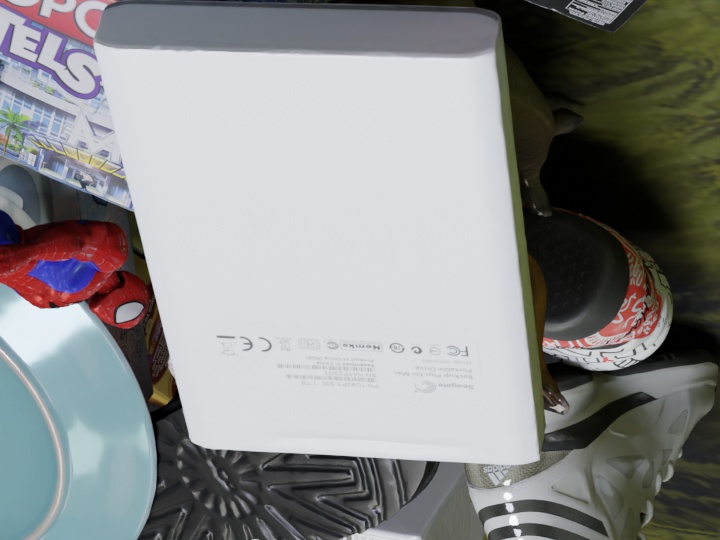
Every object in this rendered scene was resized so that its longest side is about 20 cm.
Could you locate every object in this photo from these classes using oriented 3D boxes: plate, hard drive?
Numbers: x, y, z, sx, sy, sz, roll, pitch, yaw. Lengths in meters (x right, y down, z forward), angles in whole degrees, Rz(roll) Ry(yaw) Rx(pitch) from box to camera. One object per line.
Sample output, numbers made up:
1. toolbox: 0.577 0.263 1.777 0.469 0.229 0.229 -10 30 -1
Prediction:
1. plate: -0.180 0.060 1.269 0.200 0.026 0.200 15 127 20
2. hard drive: -0.009 -0.009 1.025 0.132 0.026 0.200 2 137 11

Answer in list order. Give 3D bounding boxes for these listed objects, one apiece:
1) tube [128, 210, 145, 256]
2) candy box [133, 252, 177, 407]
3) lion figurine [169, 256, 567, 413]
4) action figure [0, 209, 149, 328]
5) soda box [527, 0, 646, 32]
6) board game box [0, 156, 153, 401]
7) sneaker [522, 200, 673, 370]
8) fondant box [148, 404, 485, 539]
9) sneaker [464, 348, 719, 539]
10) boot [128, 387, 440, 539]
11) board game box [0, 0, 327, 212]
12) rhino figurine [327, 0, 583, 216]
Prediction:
1. tube: -0.088 -0.027 1.342 0.058 0.052 0.200 51 -172 35
2. candy box: -0.147 0.012 1.404 0.117 0.057 0.200 17 173 18
3. lion figurine: 0.000 0.000 1.165 0.200 0.123 0.073 17 123 13
4. action figure: -0.152 -0.011 1.142 0.065 0.052 0.200 -14 159 38
5. soda box: 0.007 -0.146 0.925 0.200 0.071 0.063 20 158 -10
6. board game box: -0.194 -0.036 1.258 0.200 0.043 0.199 9 122 23
7. sneaker: 0.035 -0.008 1.260 0.201 0.067 0.108 18 176 28
8. fondant box: -0.036 0.100 1.482 0.200 0.144 0.058 10 121 20
9. sneaker: 0.103 0.098 1.317 0.076 0.116 0.200 -7 -179 32
10. boot: -0.017 0.047 1.285 0.211 0.158 0.080 -15 109 43
11. board game box: -0.110 -0.115 1.009 0.200 0.062 0.200 23 140 1
12. rhino figurine: 0.027 -0.068 1.126 0.087 0.060 0.200 7 163 29
